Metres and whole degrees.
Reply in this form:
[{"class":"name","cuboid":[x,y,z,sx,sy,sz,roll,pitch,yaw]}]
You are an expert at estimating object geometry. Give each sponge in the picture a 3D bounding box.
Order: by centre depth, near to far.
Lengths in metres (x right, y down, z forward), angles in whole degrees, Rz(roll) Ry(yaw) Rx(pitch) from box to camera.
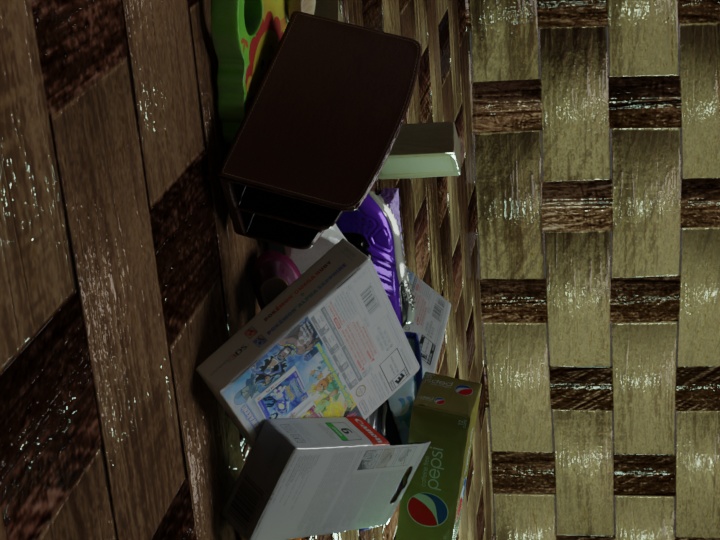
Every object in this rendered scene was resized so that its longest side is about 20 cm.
[{"class":"sponge","cuboid":[0.035,-0.041,2.148,0.200,0.030,0.112,-64,152,-66]}]

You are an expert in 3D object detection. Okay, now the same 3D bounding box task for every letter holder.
[{"class":"letter holder","cuboid":[-0.026,-0.125,1.355,0.101,0.142,0.200,80,28,-59]}]

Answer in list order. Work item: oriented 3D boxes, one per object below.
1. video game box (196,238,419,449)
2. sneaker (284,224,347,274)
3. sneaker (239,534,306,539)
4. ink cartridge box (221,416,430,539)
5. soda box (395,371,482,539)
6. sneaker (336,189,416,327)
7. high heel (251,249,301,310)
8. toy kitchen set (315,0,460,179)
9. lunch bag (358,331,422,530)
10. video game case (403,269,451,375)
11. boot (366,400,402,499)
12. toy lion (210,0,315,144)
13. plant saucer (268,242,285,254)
[{"class":"video game box","cuboid":[-0.043,0.093,1.351,0.182,0.047,0.200,-43,144,-14]},{"class":"sneaker","cuboid":[-0.058,-0.061,1.494,0.200,0.075,0.089,55,26,-51]},{"class":"sneaker","cuboid":[-0.073,0.300,1.431,0.078,0.077,0.201,-52,138,-70]},{"class":"ink cartridge box","cuboid":[-0.029,0.197,1.380,0.200,0.050,0.109,4,118,-49]},{"class":"soda box","cuboid":[0.082,0.212,1.542,0.068,0.064,0.200,-63,161,-58]},{"class":"sneaker","cuboid":[0.001,0.000,1.656,0.099,0.069,0.201,-39,119,-41]},{"class":"high heel","cuboid":[-0.058,0.075,1.470,0.096,0.067,0.200,-103,179,-69]},{"class":"toy kitchen set","cuboid":[0.030,-0.202,1.726,0.163,0.180,0.201,58,31,-72]},{"class":"lunch bag","cuboid":[0.006,0.188,1.647,0.170,0.127,0.201,112,-26,-71]},{"class":"video game case","cuboid":[0.029,0.036,1.810,0.024,0.182,0.200,-48,-171,26]},{"class":"boot","cuboid":[0.004,0.148,1.531,0.090,0.073,0.201,28,61,-45]},{"class":"toy lion","cuboid":[-0.103,-0.217,1.372,0.200,0.068,0.192,62,37,-67]},{"class":"plant saucer","cuboid":[-0.061,-0.033,1.613,0.201,0.039,0.202,0,90,-79]}]
